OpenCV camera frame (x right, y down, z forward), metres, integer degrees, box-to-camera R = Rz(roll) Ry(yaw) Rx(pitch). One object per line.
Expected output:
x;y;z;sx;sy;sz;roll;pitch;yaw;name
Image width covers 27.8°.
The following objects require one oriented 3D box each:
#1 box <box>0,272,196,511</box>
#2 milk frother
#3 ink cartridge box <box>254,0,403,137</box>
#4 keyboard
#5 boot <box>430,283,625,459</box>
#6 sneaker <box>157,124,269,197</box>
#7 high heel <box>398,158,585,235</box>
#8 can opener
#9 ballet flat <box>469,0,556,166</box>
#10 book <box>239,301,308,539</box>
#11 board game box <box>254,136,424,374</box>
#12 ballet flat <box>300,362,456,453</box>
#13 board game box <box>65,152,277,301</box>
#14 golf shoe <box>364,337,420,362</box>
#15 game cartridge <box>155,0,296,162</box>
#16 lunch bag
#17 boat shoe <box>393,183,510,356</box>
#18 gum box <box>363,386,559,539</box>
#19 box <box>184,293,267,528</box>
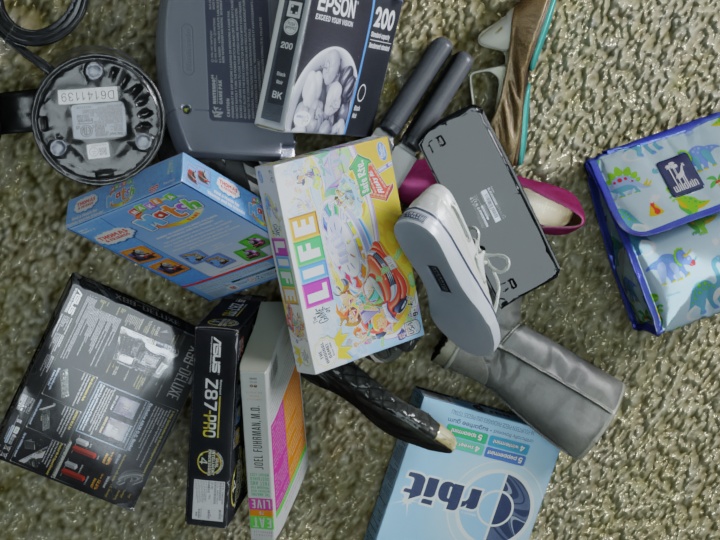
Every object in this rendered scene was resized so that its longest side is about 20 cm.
-0.263;0.125;1.487;0.158;0.050;0.200;24;96;-15;box
-0.265;-0.195;1.350;0.180;0.188;0.200;12;98;-14;milk frother
-0.023;-0.229;1.395;0.043;0.198;0.200;15;100;23;ink cartridge box
0.117;-0.061;1.481;0.104;0.040;0.200;-28;99;-5;keyboard
0.197;0.079;1.542;0.200;0.073;0.182;30;96;-3;boot
-0.132;-0.079;1.466;0.112;0.073;0.200;-33;97;0;sneaker
0.130;-0.072;1.500;0.200;0.096;0.067;14;99;-14;high heel
0.050;-0.145;1.467;0.053;0.067;0.200;33;83;-11;can opener
0.151;-0.207;1.501;0.072;0.068;0.200;12;103;6;ballet flat
-0.089;0.150;1.454;0.048;0.134;0.200;3;118;7;book
-0.017;-0.016;1.385;0.134;0.034;0.200;-18;103;-33;board game box
0.018;0.125;1.514;0.200;0.066;0.057;34;67;1;ballet flat
-0.156;-0.036;1.392;0.200;0.151;0.037;30;52;-46;board game box
0.000;0.000;1.503;0.078;0.094;0.200;-3;76;-22;golf shoe
-0.131;-0.205;1.408;0.133;0.041;0.200;3;79;-29;game cartridge
0.346;-0.052;1.539;0.170;0.127;0.200;-19;92;-4;lunch bag
0.100;-0.007;1.425;0.086;0.075;0.202;-54;132;-29;boat shoe
0.110;0.245;1.588;0.170;0.045;0.200;17;98;-14;gum box
-0.133;0.136;1.457;0.049;0.161;0.200;5;100;4;box
